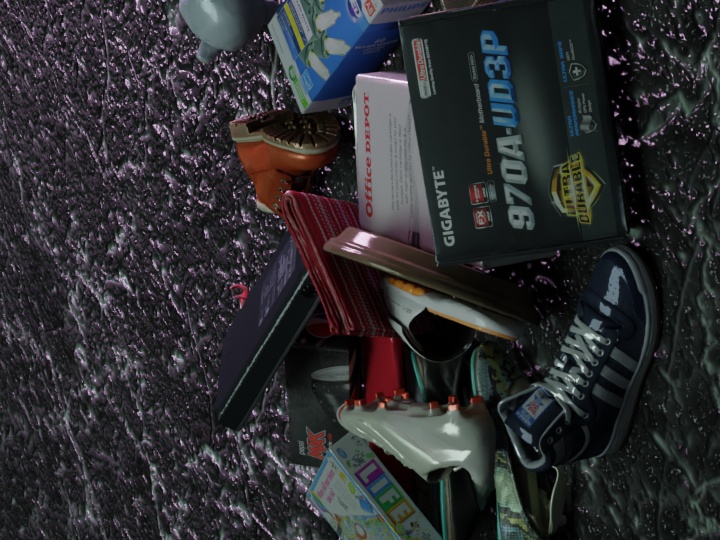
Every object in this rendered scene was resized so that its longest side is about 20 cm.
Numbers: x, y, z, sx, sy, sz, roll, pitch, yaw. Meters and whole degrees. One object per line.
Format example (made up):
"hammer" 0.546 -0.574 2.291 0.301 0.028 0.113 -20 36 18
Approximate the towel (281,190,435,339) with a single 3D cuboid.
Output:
"towel" 0.000 0.000 1.741 0.022 0.200 0.146 -29 74 21

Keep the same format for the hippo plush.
"hippo plush" -0.142 -0.314 1.923 0.161 0.159 0.200 53 175 -23

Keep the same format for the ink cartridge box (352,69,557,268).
"ink cartridge box" 0.080 -0.094 1.643 0.200 0.084 0.147 20 116 57

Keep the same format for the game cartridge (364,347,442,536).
"game cartridge" 0.050 0.181 1.869 0.133 0.041 0.202 24 123 49

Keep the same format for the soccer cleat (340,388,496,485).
"soccer cleat" 0.047 0.150 1.691 0.199 0.069 0.078 0 99 54

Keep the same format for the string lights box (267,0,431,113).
"string lights box" -0.012 -0.242 1.769 0.200 0.059 0.103 -48 60 56

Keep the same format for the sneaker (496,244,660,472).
"sneaker" 0.175 0.079 1.533 0.070 0.108 0.201 42 136 44

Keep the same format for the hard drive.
"hard drive" -0.082 0.038 1.809 0.201 0.033 0.140 -57 17 30

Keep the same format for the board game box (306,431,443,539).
"board game box" 0.011 0.240 1.852 0.135 0.034 0.200 50 162 9

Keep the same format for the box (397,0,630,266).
"box" 0.123 -0.114 1.502 0.046 0.157 0.202 -47 -52 -76

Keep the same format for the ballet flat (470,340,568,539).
"ballet flat" 0.148 0.159 1.674 0.074 0.074 0.202 4 107 59

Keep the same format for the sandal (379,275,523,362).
"sandal" 0.069 0.051 1.659 0.206 0.079 0.060 21 92 65

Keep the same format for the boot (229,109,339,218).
"boot" -0.067 -0.105 1.920 0.200 0.074 0.108 -166 62 -67

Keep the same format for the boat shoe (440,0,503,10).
"boat shoe" 0.099 -0.274 1.549 0.073 0.072 0.200 61 148 24

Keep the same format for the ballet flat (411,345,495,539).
"ballet flat" 0.095 0.161 1.743 0.068 0.068 0.202 -21 -79 -83

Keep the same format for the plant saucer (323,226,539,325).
"plant saucer" 0.064 0.003 1.632 0.200 0.199 0.030 20 89 56

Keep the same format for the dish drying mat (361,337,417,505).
"dish drying mat" 0.028 0.145 1.840 0.077 0.018 0.202 23 123 58

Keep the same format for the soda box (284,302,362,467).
"soda box" -0.035 0.116 1.890 0.201 0.070 0.064 88 -168 -49

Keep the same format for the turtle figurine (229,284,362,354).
"turtle figurine" -0.052 0.032 1.923 0.200 0.100 0.150 -39 78 48
